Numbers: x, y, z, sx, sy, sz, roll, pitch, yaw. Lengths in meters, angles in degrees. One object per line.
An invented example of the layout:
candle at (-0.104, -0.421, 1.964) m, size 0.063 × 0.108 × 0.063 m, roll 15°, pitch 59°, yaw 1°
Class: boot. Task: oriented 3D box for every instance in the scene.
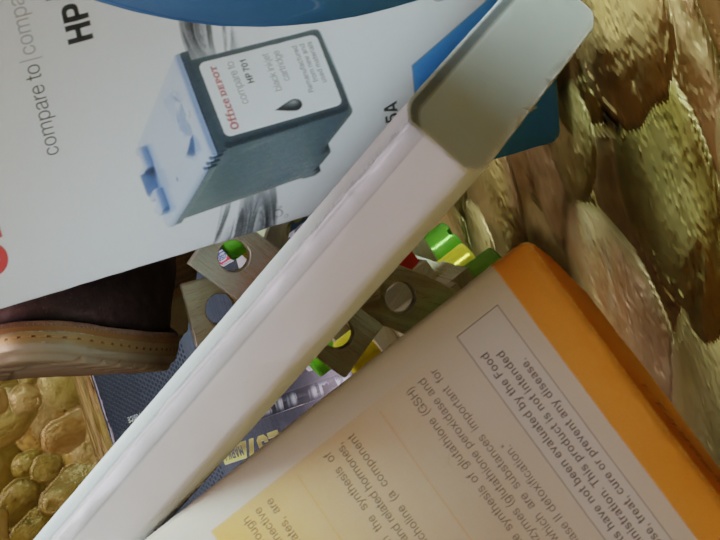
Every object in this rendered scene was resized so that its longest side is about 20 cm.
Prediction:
boot at (-0.096, -0.050, 0.910) m, size 0.200 × 0.072 × 0.167 m, roll -35°, pitch -58°, yaw -82°

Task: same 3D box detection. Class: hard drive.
hard drive at (-0.020, 0.011, 0.742) m, size 0.027 × 0.200 × 0.132 m, roll 41°, pitch -151°, yaw -2°

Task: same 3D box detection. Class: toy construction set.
toy construction set at (0.000, 0.000, 0.921) m, size 0.131 × 0.092 × 0.200 m, roll 54°, pitch -172°, yaw -9°

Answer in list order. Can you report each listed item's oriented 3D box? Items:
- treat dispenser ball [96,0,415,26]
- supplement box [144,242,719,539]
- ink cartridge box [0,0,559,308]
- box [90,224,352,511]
treat dispenser ball at (-0.020, -0.148, 0.524) m, size 0.201 × 0.200 × 0.201 m, roll 162°, pitch 90°, yaw -80°
supplement box at (0.010, 0.106, 0.710) m, size 0.126 × 0.200 × 0.074 m, roll 54°, pitch -173°, yaw 20°
ink cartridge box at (-0.051, -0.086, 0.781) m, size 0.086 × 0.200 × 0.147 m, roll -119°, pitch 15°, yaw -45°
box at (-0.042, 0.048, 1.154) m, size 0.200 × 0.051 × 0.158 m, roll -21°, pitch 87°, yaw 53°
